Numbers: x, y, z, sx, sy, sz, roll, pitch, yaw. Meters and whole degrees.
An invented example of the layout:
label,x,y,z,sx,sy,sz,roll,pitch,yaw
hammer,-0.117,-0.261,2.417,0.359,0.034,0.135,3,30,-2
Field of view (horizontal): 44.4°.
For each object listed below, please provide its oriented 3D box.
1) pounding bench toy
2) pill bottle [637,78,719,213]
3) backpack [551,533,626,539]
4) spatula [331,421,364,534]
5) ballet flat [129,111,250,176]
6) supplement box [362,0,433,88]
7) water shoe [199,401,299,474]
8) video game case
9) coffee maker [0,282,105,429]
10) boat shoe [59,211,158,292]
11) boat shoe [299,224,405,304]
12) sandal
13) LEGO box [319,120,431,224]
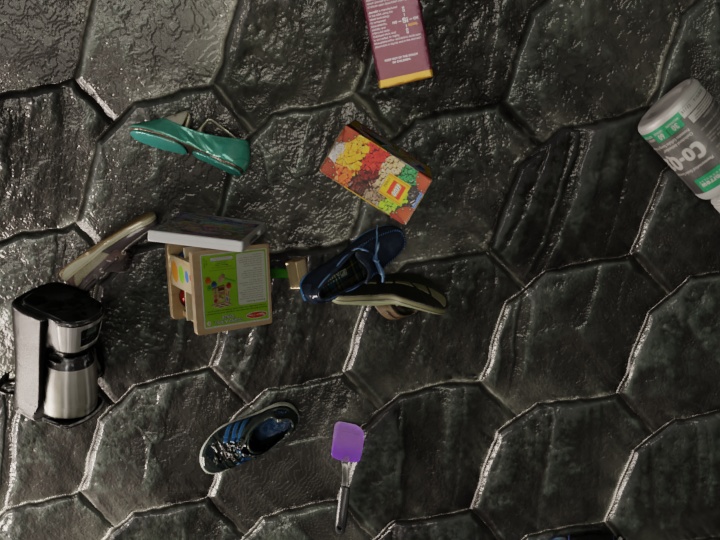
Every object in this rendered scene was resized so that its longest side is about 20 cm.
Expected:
label,x,y,z,sx,sy,sz,roll,pitch,yaw
pounding bench toy,-0.197,0.012,1.418,0.197,0.155,0.126,-8,102,-27
pill bottle,0.528,-0.182,1.342,0.113,0.113,0.200,-44,95,10
backpack,0.386,0.566,1.469,0.132,0.183,0.203,-3,113,13
spatula,-0.027,0.362,1.527,0.056,0.021,0.203,8,104,15
ballet flat,-0.268,-0.215,1.419,0.197,0.067,0.071,19,77,0
supplement box,0.051,-0.383,1.335,0.084,0.110,0.203,-11,100,5
water shoe,-0.196,0.287,1.495,0.199,0.079,0.072,-33,97,9
video game case,-0.232,-0.062,1.368,0.141,0.200,0.018,7,101,2
coffee maker,-0.514,0.133,1.440,0.189,0.135,0.203,8,114,-2
boat shoe,-0.405,-0.026,1.456,0.199,0.072,0.065,-32,103,13
boat shoe,0.000,0.000,1.398,0.199,0.068,0.085,-39,114,-18
sandal,0.046,0.046,1.444,0.198,0.080,0.058,5,124,7
LEGO box,0.028,-0.153,1.335,0.148,0.200,0.078,32,102,-3
